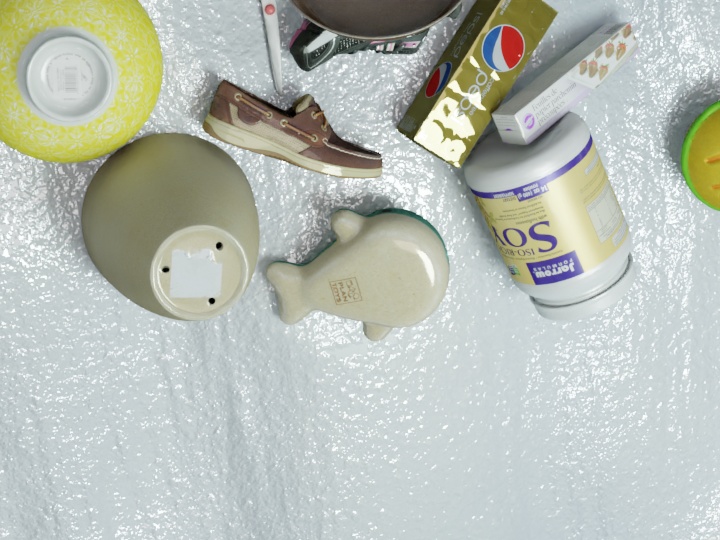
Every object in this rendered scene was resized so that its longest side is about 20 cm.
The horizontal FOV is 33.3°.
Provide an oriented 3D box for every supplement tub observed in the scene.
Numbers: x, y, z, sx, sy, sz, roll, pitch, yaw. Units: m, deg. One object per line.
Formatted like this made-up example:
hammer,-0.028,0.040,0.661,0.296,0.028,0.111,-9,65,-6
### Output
supplement tub,0.215,-0.060,1.340,0.145,0.145,0.200,-30,113,-6

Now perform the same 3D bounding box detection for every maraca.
maraca,0.462,-0.125,1.417,0.200,0.107,0.137,25,106,-23

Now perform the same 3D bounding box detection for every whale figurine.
whale figurine,0.000,0.000,1.333,0.199,0.104,0.160,-13,112,13

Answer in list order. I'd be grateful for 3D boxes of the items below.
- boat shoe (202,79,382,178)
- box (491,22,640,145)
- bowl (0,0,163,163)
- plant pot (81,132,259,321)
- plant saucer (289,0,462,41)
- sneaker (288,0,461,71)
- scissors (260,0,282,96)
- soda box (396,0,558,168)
boat shoe,-0.062,-0.150,1.269,0.199,0.072,0.072,16,103,-15
box,0.227,-0.207,1.321,0.200,0.041,0.039,-40,117,-25
bowl,-0.285,-0.192,1.164,0.199,0.108,0.201,-5,109,-15
plant pot,-0.176,-0.025,1.200,0.187,0.200,0.188,-5,109,-15
plant saucer,0.017,-0.302,1.204,0.200,0.201,0.032,-23,152,-9
sneaker,0.026,-0.255,1.257,0.200,0.080,0.087,-31,115,-5
scissors,-0.090,-0.284,1.246,0.073,0.014,0.201,-26,111,-9
soda box,0.125,-0.215,1.308,0.068,0.064,0.200,30,97,-23
